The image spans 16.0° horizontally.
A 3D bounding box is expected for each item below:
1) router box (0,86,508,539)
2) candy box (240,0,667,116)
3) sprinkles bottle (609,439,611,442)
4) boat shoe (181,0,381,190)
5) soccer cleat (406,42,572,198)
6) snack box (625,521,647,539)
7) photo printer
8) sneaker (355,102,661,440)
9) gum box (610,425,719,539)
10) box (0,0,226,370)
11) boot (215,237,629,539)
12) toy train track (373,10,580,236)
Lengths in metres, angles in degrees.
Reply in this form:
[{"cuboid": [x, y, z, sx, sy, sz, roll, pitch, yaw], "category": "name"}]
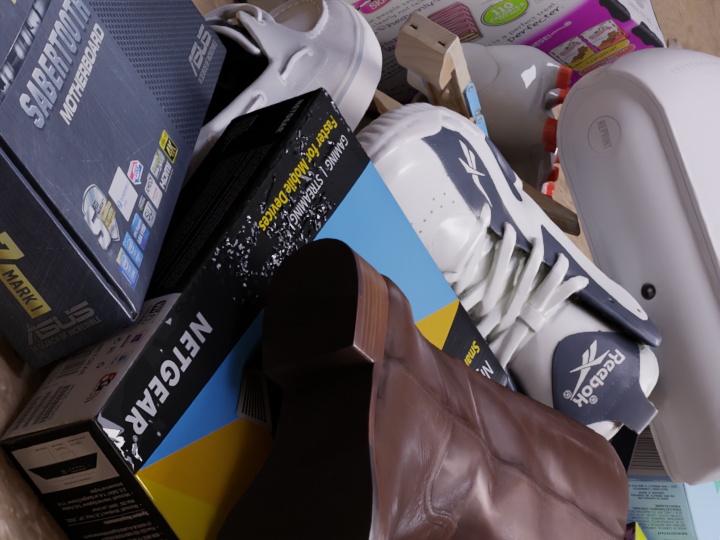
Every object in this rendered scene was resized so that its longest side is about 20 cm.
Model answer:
[{"cuboid": [-0.030, 0.050, 0.935, 0.149, 0.051, 0.200, 57, 39, -23], "category": "router box"}, {"cuboid": [0.045, -0.135, 1.239, 0.200, 0.136, 0.061, 29, 40, -57], "category": "candy box"}, {"cuboid": [0.124, 0.065, 1.307, 0.200, 0.068, 0.068, -7, 74, -67], "category": "sprinkles bottle"}, {"cuboid": [-0.047, -0.075, 1.074, 0.069, 0.072, 0.200, 59, 33, -23], "category": "boat shoe"}, {"cuboid": [0.061, -0.062, 1.261, 0.200, 0.077, 0.069, 84, 22, -69], "category": "soccer cleat"}, {"cuboid": [0.132, 0.242, 1.148, 0.169, 0.068, 0.200, 55, 26, -27], "category": "snack box"}, {"cuboid": [0.169, -0.007, 1.177, 0.166, 0.069, 0.200, 1, 68, -56], "category": "photo printer"}, {"cuboid": [0.067, 0.014, 1.057, 0.130, 0.079, 0.199, 42, -7, 32], "category": "sneaker"}, {"cuboid": [0.177, 0.113, 1.286, 0.170, 0.044, 0.200, -67, 149, -44], "category": "gum box"}, {"cuboid": [-0.124, -0.084, 0.920, 0.158, 0.051, 0.200, 54, 24, -23], "category": "box"}, {"cuboid": [0.032, 0.108, 0.911, 0.200, 0.064, 0.187, 41, 50, -46], "category": "boot"}, {"cuboid": [0.038, -0.054, 1.128, 0.115, 0.033, 0.200, 33, -12, 19], "category": "toy train track"}]
